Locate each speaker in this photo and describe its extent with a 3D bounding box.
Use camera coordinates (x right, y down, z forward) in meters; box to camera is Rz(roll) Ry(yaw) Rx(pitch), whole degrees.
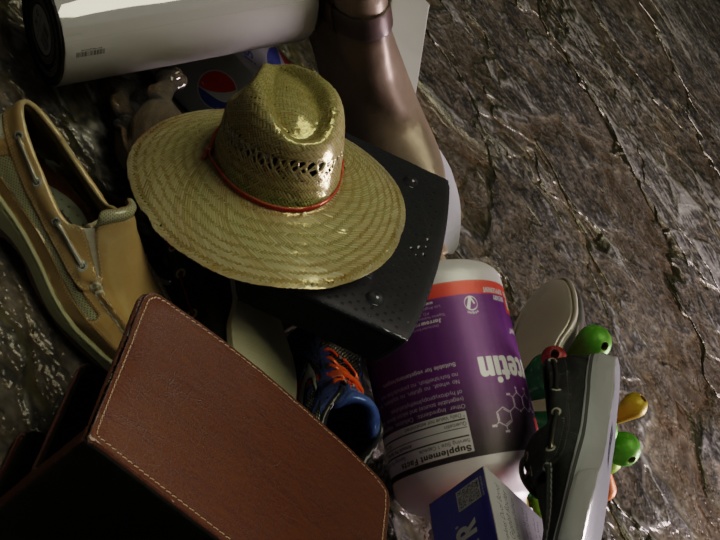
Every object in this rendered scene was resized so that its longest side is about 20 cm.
[{"bbox_3d":[-0.131,-0.187,0.972,0.199,0.081,0.081,-16,70,-28],"label":"speaker"}]

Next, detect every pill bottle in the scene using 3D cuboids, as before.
[{"bbox_3d":[0.068,0.100,0.991,0.112,0.112,0.201,8,64,-51],"label":"pill bottle"}]

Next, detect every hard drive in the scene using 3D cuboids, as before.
[{"bbox_3d":[-0.013,-0.024,0.930,0.134,0.042,0.200,24,35,-4],"label":"hard drive"}]

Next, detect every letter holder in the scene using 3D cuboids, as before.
[{"bbox_3d":[-0.089,0.129,0.774,0.200,0.100,0.142,42,30,-20],"label":"letter holder"}]

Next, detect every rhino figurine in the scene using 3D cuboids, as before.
[{"bbox_3d":[-0.096,-0.072,1.003,0.199,0.060,0.088,28,41,-30],"label":"rhino figurine"}]

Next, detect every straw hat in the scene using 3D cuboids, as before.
[{"bbox_3d":[-0.050,-0.083,0.875,0.200,0.085,0.202,10,37,-7],"label":"straw hat"}]

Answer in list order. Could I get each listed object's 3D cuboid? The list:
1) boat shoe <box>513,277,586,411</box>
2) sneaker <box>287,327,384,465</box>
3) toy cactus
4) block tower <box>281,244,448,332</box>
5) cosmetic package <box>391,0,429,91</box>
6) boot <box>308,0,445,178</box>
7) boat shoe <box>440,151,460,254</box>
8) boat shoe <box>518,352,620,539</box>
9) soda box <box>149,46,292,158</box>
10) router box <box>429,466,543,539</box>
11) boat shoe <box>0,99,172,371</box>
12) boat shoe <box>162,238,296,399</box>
[{"bbox_3d":[0.173,0.092,1.221,0.057,0.067,0.201,54,31,-32],"label":"boat shoe"},{"bbox_3d":[-0.016,0.098,0.926,0.075,0.078,0.201,38,34,-26],"label":"sneaker"},{"bbox_3d":[0.133,0.127,1.063,0.164,0.201,0.102,18,39,19],"label":"toy cactus"},{"bbox_3d":[0.000,0.000,1.073,0.200,0.058,0.054,-13,69,-57],"label":"block tower"},{"bbox_3d":[0.014,-0.189,1.262,0.051,0.082,0.200,42,32,-23],"label":"cosmetic package"},{"bbox_3d":[0.007,-0.156,1.020,0.070,0.146,0.200,-27,62,-17],"label":"boot"},{"bbox_3d":[0.027,-0.082,1.182,0.200,0.065,0.072,49,47,-48],"label":"boat shoe"},{"bbox_3d":[0.137,0.128,0.915,0.200,0.056,0.069,-66,154,-52],"label":"boat shoe"},{"bbox_3d":[-0.078,-0.127,1.083,0.200,0.068,0.064,46,31,-12],"label":"soda box"},{"bbox_3d":[0.125,0.246,0.844,0.179,0.049,0.200,44,19,-25],"label":"router box"},{"bbox_3d":[-0.163,-0.015,0.839,0.200,0.076,0.072,50,30,-7],"label":"boat shoe"},{"bbox_3d":[-0.089,0.037,0.908,0.074,0.063,0.202,43,26,-50],"label":"boat shoe"}]
